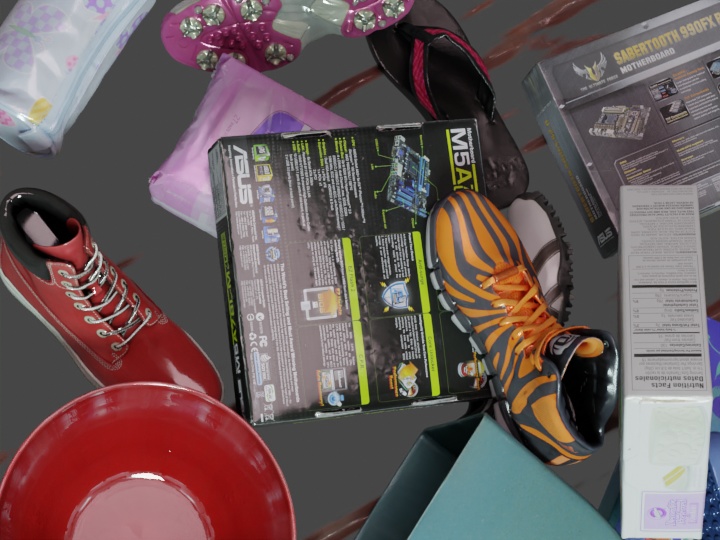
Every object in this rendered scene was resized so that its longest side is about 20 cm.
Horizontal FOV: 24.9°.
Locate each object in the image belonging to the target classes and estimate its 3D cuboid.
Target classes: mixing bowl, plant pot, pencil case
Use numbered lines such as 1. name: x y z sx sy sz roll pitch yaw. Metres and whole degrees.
1. mixing bowl: -0.149 0.184 1.110 0.198 0.108 0.202 3 75 -10
2. plant pot: 0.106 0.220 1.134 0.199 0.141 0.142 37 72 -6
3. pencil case: -0.209 -0.180 1.204 0.090 0.083 0.201 26 72 20

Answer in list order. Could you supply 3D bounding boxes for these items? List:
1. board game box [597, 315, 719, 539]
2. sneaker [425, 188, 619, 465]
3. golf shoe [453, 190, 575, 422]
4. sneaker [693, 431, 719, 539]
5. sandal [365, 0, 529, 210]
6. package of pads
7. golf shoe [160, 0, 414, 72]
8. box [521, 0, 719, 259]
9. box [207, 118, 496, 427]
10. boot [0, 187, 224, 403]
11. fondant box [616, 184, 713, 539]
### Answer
1. board game box: 0.273 0.152 1.227 0.151 0.045 0.201 26 73 -3
2. sneaker: 0.118 0.032 1.089 0.077 0.112 0.201 -26 92 -23
3. golf shoe: 0.108 0.036 1.211 0.094 0.078 0.202 3 74 -9
4. sneaker: 0.291 0.205 1.162 0.077 0.070 0.202 -16 87 -15
5. sandal: 0.072 -0.141 1.265 0.075 0.045 0.201 -29 83 -15
6. package of pads: -0.046 -0.059 1.208 0.199 0.076 0.121 29 75 -2
7. golf shoe: -0.057 -0.209 1.255 0.198 0.076 0.092 -14 37 1
8. box: 0.249 -0.119 1.290 0.199 0.048 0.159 -23 80 -15
9. box: 0.000 0.000 1.140 0.192 0.047 0.202 -6 84 -19
10. boot: -0.172 0.028 1.127 0.200 0.144 0.073 41 71 0
11. fondant box: 0.204 0.060 1.114 0.058 0.145 0.201 1 44 9
